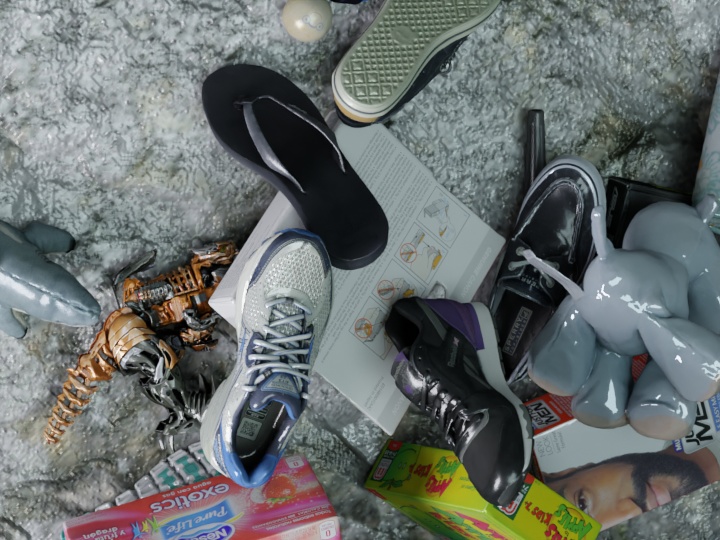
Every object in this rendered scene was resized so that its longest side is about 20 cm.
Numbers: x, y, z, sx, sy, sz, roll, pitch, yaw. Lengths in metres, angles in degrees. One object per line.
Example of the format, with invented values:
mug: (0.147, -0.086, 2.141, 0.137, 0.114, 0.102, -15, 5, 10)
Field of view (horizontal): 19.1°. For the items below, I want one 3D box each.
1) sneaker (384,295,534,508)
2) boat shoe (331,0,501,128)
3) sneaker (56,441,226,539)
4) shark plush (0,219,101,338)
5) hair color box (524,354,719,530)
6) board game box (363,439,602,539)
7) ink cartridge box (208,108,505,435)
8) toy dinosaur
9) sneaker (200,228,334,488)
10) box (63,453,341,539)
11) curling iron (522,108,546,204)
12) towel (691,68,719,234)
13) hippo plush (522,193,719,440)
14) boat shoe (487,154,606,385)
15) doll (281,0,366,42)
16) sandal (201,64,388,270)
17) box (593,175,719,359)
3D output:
sneaker: (0.065, 0.098, 1.605, 0.087, 0.201, 0.076, 12, 125, -24)
boat shoe: (0.044, -0.186, 1.676, 0.074, 0.062, 0.200, 38, 65, 5)
sneaker: (-0.150, 0.209, 1.712, 0.199, 0.078, 0.092, -31, 119, -1)
shark plush: (-0.283, -0.022, 1.597, 0.200, 0.083, 0.091, 43, 87, -23)
hair color box: (0.233, 0.136, 1.778, 0.199, 0.064, 0.112, -22, 113, -8)
board game box: (0.094, 0.188, 1.711, 0.101, 0.200, 0.048, 36, 75, -22)
ink cartridge box: (0.000, 0.000, 1.682, 0.176, 0.045, 0.201, 42, 65, -21)
toy dinosaur: (-0.161, 0.065, 1.672, 0.200, 0.102, 0.136, -37, 97, 12)
sneaker: (-0.059, 0.070, 1.575, 0.076, 0.085, 0.202, 10, 104, -16)
box: (-0.117, 0.230, 1.637, 0.198, 0.095, 0.103, -14, 121, -13)
curling iron: (0.155, -0.035, 1.772, 0.049, 0.026, 0.202, -2, 103, 20)
towel: (0.378, -0.093, 1.801, 0.199, 0.048, 0.173, 19, 74, -19)
hippo plush: (0.220, 0.022, 1.706, 0.200, 0.159, 0.161, 50, 40, -9)
boat shoe: (0.141, 0.004, 1.735, 0.071, 0.068, 0.201, 26, 109, 10)
doll: (-0.008, -0.271, 1.651, 0.136, 0.048, 0.201, 21, 102, -31)
sandal: (-0.046, -0.090, 1.628, 0.076, 0.043, 0.200, -36, 69, -17)
box: (0.280, 0.035, 1.824, 0.192, 0.047, 0.202, 11, 99, -22)
